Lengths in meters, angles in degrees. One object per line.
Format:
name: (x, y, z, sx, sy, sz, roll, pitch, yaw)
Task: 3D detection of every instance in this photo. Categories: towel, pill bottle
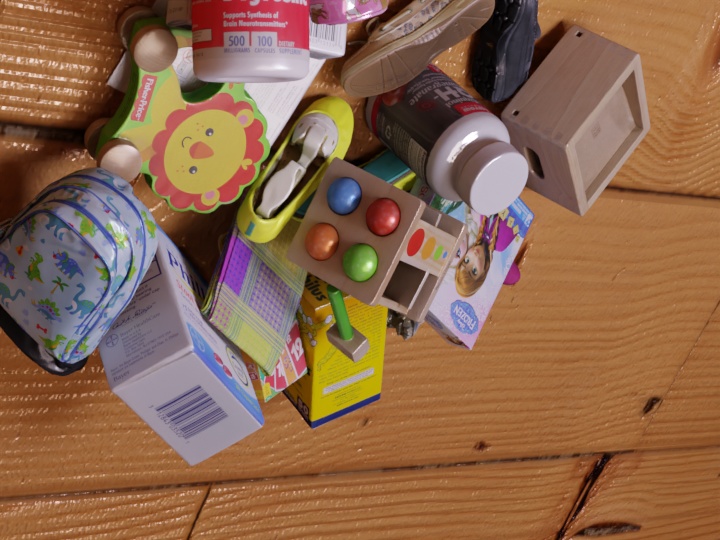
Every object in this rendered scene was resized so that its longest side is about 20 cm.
towel: (-0.113, 0.003, 1.717, 0.144, 0.023, 0.202, 45, 49, -44)
pill bottle: (-0.104, -0.280, 1.416, 0.111, 0.112, 0.202, -3, 94, -37)
pill bottle: (0.101, -0.150, 1.727, 0.110, 0.200, 0.111, -22, 136, -24)

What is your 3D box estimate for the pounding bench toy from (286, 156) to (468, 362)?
pounding bench toy: (0.000, 0.000, 1.678, 0.201, 0.124, 0.156, -64, 153, 3)

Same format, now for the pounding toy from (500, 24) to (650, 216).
pounding toy: (0.252, -0.173, 1.896, 0.184, 0.142, 0.200, -50, 149, -15)

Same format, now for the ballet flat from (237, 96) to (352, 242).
ballet flat: (-0.067, -0.118, 1.663, 0.201, 0.067, 0.067, -56, 176, -18)

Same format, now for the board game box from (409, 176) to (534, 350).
board game box: (0.118, -0.035, 1.855, 0.200, 0.041, 0.201, 41, 70, -46)

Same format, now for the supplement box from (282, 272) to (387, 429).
supplement box: (-0.042, 0.076, 1.876, 0.109, 0.109, 0.201, -21, 135, -27)

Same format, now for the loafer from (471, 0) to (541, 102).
loafer: (0.179, -0.290, 1.777, 0.070, 0.068, 0.202, -26, 143, -31)

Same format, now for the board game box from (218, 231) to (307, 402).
board game box: (-0.114, 0.043, 1.762, 0.095, 0.030, 0.202, -32, 113, -54)

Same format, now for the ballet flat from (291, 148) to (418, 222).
ballet flat: (-0.007, -0.088, 1.798, 0.199, 0.067, 0.067, -27, 152, -28)

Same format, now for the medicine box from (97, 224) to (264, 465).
medicine box: (-0.210, 0.078, 1.663, 0.102, 0.201, 0.182, -28, 141, 6)

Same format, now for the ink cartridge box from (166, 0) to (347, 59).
ink cartridge box: (-0.096, -0.316, 1.519, 0.199, 0.043, 0.175, 6, 87, -39)

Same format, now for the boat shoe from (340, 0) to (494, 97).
boat shoe: (0.056, -0.267, 1.706, 0.199, 0.063, 0.073, -32, 154, -8)

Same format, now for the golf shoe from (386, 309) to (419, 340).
golf shoe: (0.073, -0.009, 1.941, 0.097, 0.078, 0.201, -34, 148, -32)

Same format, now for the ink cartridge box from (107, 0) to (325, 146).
ink cartridge box: (-0.146, -0.226, 1.593, 0.199, 0.057, 0.163, 27, 107, -27)

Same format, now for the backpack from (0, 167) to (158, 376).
backpack: (-0.292, -0.008, 1.514, 0.200, 0.163, 0.154, -41, 178, 16)

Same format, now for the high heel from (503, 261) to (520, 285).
high heel: (0.173, -0.049, 1.975, 0.096, 0.068, 0.199, -45, 139, 14)

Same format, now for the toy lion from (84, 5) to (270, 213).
toy lion: (-0.176, -0.157, 1.563, 0.190, 0.069, 0.201, 6, 117, -32)

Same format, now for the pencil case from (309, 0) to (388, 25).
pencil case: (-0.032, -0.344, 1.485, 0.082, 0.087, 0.202, -9, 110, 19)
